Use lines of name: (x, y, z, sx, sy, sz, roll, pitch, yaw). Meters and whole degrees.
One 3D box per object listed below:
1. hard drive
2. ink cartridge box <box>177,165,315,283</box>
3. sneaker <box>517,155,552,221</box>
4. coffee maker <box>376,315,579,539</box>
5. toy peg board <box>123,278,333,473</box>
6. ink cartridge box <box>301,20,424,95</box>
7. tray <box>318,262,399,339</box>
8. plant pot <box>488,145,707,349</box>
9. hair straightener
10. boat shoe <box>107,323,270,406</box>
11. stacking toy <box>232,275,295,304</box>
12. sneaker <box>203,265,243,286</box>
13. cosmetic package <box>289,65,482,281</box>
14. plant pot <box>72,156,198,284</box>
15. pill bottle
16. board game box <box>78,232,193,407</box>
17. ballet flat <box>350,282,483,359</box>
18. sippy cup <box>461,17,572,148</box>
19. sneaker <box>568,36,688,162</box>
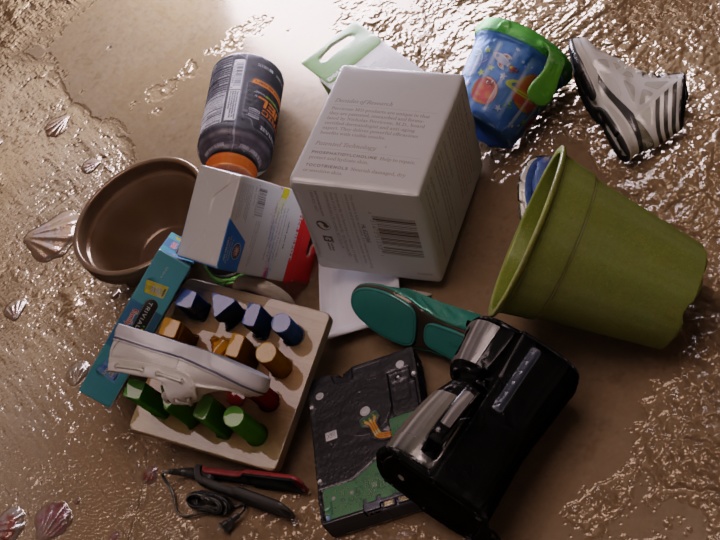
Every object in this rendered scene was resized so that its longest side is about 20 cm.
hard drive: (0.015, 0.193, 1.653, 0.139, 0.038, 0.200, -20, 46, 13)
ink cartridge box: (-0.129, -0.053, 1.797, 0.067, 0.200, 0.116, 16, 91, 32)
sneaker: (0.236, -0.050, 1.715, 0.089, 0.079, 0.200, -10, 58, 12)
coffee maker: (0.144, 0.178, 1.541, 0.200, 0.192, 0.135, -51, 11, -22)
toy peg board: (-0.165, 0.109, 1.701, 0.200, 0.098, 0.200, 13, 73, 21)
ink cartridge box: (0.016, -0.257, 2.001, 0.104, 0.059, 0.200, -40, 46, -7)
tray: (0.000, 0.000, 1.828, 0.107, 0.022, 0.200, -17, 48, 17)
plant pot: (0.263, -0.006, 1.564, 0.190, 0.200, 0.200, 23, 62, 1)
hair straightener: (-0.158, 0.263, 1.686, 0.200, 0.041, 0.077, 6, 57, 32)
boat shoe: (-0.196, 0.118, 1.625, 0.200, 0.071, 0.070, 16, 86, 18)
stacking toy: (-0.156, 0.109, 1.791, 0.085, 0.085, 0.200, 11, 66, 34)
sneaker: (-0.123, -0.061, 1.892, 0.200, 0.084, 0.077, -38, 18, -6)
cosmetic package: (0.038, -0.120, 1.780, 0.166, 0.168, 0.200, 7, 53, 21)
plant pot: (-0.280, -0.049, 1.970, 0.200, 0.093, 0.201, -15, 48, 18)
pill bottle: (-0.169, -0.198, 2.022, 0.106, 0.106, 0.200, -10, 51, 21)
board game box: (-0.271, 0.059, 1.804, 0.200, 0.047, 0.151, -59, 6, 8)
ballet flat: (0.083, 0.061, 1.705, 0.200, 0.067, 0.070, 23, 30, 31)
sippy cup: (0.181, -0.231, 1.852, 0.139, 0.178, 0.130, 29, 81, 10)
sneaker: (0.340, -0.229, 1.809, 0.115, 0.076, 0.201, -22, 54, -1)
